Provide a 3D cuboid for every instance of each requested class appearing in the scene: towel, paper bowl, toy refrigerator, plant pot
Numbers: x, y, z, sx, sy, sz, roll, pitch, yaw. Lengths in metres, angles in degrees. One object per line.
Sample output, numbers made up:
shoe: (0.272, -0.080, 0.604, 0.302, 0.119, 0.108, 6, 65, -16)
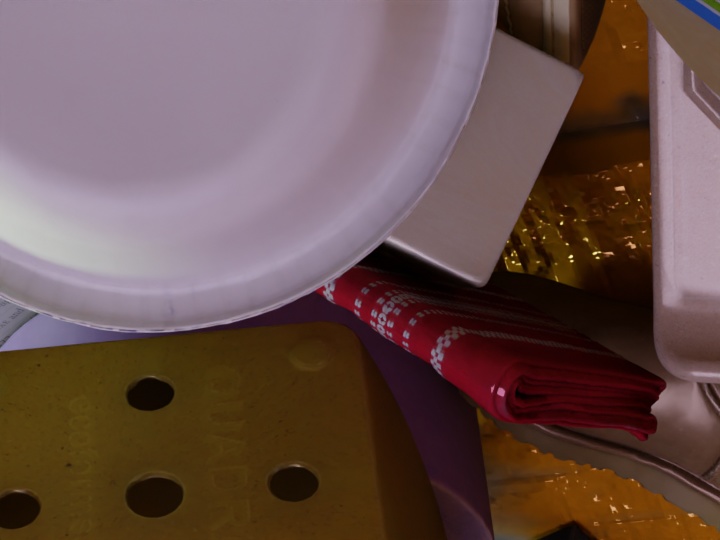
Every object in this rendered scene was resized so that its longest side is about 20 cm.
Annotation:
towel: (0.000, 0.000, 0.845, 0.199, 0.144, 0.023, 30, 98, 26)
paper bowl: (-0.060, -0.083, 0.703, 0.199, 0.104, 0.202, 0, 99, 1)
toy refrigerator: (-0.037, -0.071, 0.799, 0.199, 0.076, 0.070, 26, 178, -4)
plant pot: (-0.059, 0.129, 0.797, 0.198, 0.201, 0.177, -6, 134, -2)

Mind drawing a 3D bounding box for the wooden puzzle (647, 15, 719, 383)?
wooden puzzle: (0.183, -0.062, 0.790, 0.183, 0.037, 0.202, 2, 102, 17)

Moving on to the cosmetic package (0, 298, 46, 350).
cosmetic package: (-0.179, -0.042, 0.884, 0.199, 0.082, 0.113, 15, 143, -40)

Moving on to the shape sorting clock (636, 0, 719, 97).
shape sorting clock: (0.151, -0.101, 0.708, 0.199, 0.039, 0.201, 29, 148, 20)

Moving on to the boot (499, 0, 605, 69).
boot: (-0.002, -0.153, 0.790, 0.154, 0.073, 0.201, -1, 128, 18)

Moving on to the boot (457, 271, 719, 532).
boot: (0.141, -0.005, 0.887, 0.174, 0.066, 0.200, 25, 130, -9)

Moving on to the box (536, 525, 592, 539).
box: (0.030, 0.232, 1.044, 0.199, 0.183, 0.104, -29, 117, 35)

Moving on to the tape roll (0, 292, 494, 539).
tape roll: (-0.050, 0.087, 0.962, 0.198, 0.085, 0.201, -5, 144, -3)
